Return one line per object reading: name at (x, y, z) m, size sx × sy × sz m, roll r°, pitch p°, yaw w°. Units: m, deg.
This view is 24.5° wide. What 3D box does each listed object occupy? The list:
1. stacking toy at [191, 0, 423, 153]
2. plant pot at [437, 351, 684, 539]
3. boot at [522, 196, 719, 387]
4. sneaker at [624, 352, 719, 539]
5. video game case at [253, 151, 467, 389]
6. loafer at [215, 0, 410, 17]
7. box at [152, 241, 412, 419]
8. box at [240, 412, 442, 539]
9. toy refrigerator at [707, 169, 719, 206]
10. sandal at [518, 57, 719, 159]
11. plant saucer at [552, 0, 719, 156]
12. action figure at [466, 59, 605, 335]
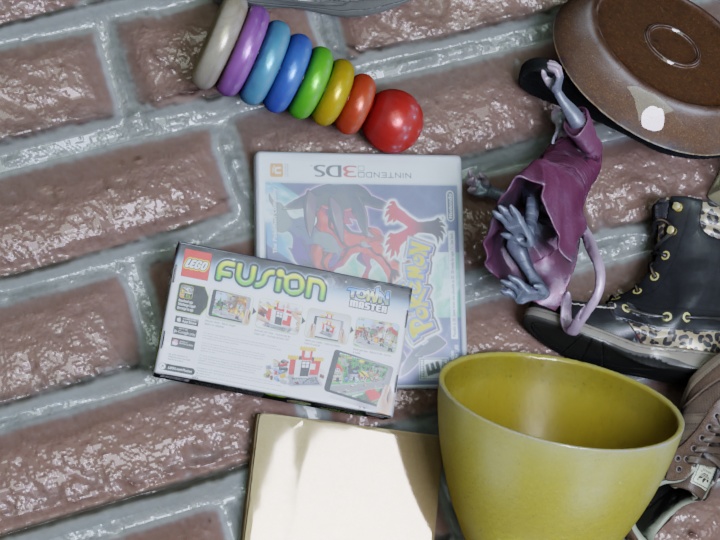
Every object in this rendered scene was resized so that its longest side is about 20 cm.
stacking toy at (-0.038, -0.155, 1.397) m, size 0.198 × 0.085 × 0.086 m, roll 24°, pitch 78°, yaw -10°
plant pot at (0.149, 0.168, 1.341) m, size 0.198 × 0.200 × 0.143 m, roll 6°, pitch 108°, yaw -9°
boot at (0.248, 0.011, 1.426) m, size 0.198 × 0.073 × 0.152 m, roll 13°, pitch 72°, yaw 5°
sneaker at (0.284, 0.150, 1.367) m, size 0.070 × 0.076 × 0.201 m, roll 27°, pitch 113°, yaw -25°
video game case at (0.000, 0.000, 1.407) m, size 0.180 × 0.023 × 0.202 m, roll 0°, pitch 82°, yaw -10°
loafer at (-0.033, -0.255, 1.414) m, size 0.198 × 0.070 × 0.071 m, roll -6°, pitch 83°, yaw -11°
box at (-0.063, 0.050, 1.358) m, size 0.198 × 0.035 × 0.111 m, roll 12°, pitch 79°, yaw -8°
box at (-0.019, 0.227, 1.369) m, size 0.162 × 0.021 × 0.202 m, roll 8°, pitch 80°, yaw -9°
toy refrigerator at (0.367, -0.098, 1.398) m, size 0.070 × 0.200 × 0.076 m, roll 31°, pitch 78°, yaw -5°
sandal at (0.236, -0.152, 1.450) m, size 0.198 × 0.075 × 0.045 m, roll 22°, pitch 68°, yaw -4°
plant saucer at (0.261, -0.182, 1.422) m, size 0.198 × 0.035 × 0.202 m, roll 14°, pitch 46°, yaw -15°
action figure at (0.172, -0.072, 1.385) m, size 0.148 × 0.134 × 0.200 m, roll 34°, pitch 44°, yaw 0°
